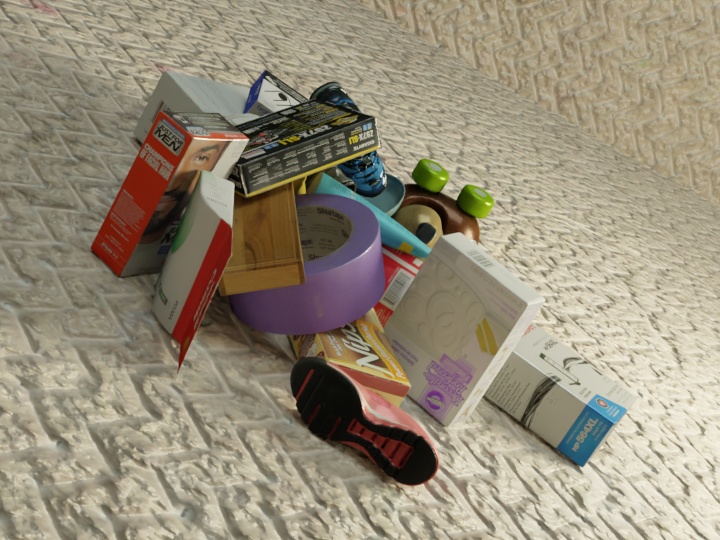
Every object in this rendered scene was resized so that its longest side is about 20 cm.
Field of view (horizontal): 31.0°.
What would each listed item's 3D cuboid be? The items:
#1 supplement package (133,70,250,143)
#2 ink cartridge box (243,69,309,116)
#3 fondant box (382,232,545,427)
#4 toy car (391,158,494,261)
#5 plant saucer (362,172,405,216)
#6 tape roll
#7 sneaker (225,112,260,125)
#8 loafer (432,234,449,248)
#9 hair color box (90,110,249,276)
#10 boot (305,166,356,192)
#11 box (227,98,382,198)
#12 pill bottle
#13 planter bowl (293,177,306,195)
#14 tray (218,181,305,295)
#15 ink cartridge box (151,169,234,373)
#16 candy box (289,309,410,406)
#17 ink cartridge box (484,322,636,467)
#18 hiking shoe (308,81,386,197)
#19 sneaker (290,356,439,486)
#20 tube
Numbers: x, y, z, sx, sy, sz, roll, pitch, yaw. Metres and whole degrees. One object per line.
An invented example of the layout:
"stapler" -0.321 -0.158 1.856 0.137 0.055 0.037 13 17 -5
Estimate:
"supplement package" -0.215 -0.208 1.943 0.200 0.117 0.117 5 34 -48
"ink cartridge box" -0.077 -0.207 1.928 0.200 0.044 0.094 34 33 -19
"fondant box" 0.117 0.075 1.633 0.144 0.200 0.058 39 24 21
"toy car" 0.098 -0.046 1.934 0.158 0.164 0.200 29 23 -3
"plant saucer" -0.030 -0.095 1.929 0.200 0.027 0.200 -9 28 5
"tape roll" -0.071 -0.011 1.603 0.200 0.085 0.200 -5 33 3
"sneaker" -0.206 -0.147 1.778 0.078 0.200 0.099 57 28 -27
"loafer" 0.120 0.009 1.855 0.070 0.068 0.201 45 -16 28
"hair color box" -0.228 -0.092 1.550 0.064 0.200 0.111 40 23 23
"boot" -0.081 -0.111 1.853 0.068 0.200 0.131 -21 74 -31
"box" -0.099 -0.161 1.668 0.200 0.049 0.160 -23 28 -24
"pill bottle" 0.000 0.000 1.769 0.200 0.112 0.112 33 21 6
"planter bowl" -0.136 -0.086 1.753 0.084 0.200 0.200 59 14 -18
"tray" -0.123 -0.044 1.555 0.099 0.037 0.200 -8 33 -2
"ink cartridge box" -0.190 -0.002 1.452 0.050 0.161 0.200 21 22 -12
"candy box" -0.023 0.093 1.608 0.115 0.055 0.200 18 24 -25
"ink cartridge box" 0.264 0.163 1.789 0.200 0.084 0.146 37 22 14
"hiking shoe" -0.012 -0.169 1.837 0.200 0.074 0.087 59 -4 -39
"sneaker" 0.004 0.172 1.476 0.200 0.074 0.087 37 8 7
"tube" 0.021 -0.061 1.714 0.200 0.050 0.077 29 9 -13
